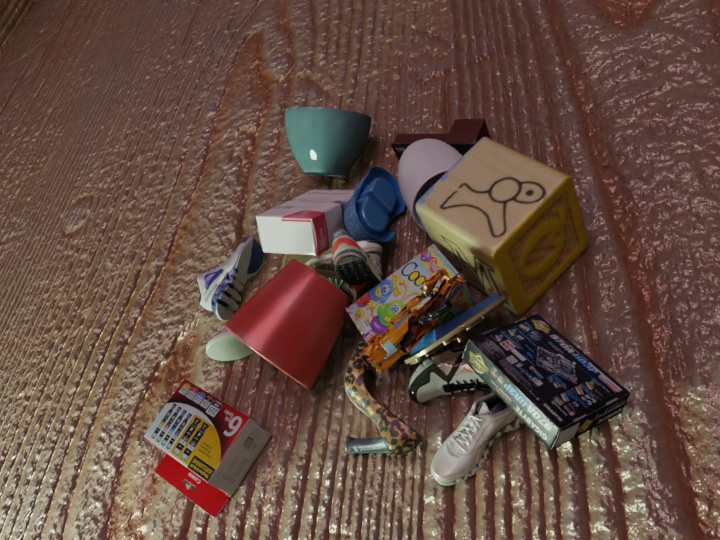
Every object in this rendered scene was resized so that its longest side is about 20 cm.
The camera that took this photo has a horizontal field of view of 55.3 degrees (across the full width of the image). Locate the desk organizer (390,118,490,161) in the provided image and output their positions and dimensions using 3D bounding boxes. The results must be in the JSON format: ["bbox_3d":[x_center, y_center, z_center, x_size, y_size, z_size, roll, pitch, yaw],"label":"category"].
[{"bbox_3d":[0.175,-0.276,1.483,0.199,0.072,0.077,7,57,33],"label":"desk organizer"}]

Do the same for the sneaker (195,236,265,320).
[{"bbox_3d":[-0.303,0.009,1.523,0.114,0.081,0.200,11,63,32],"label":"sneaker"}]

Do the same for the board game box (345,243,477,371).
[{"bbox_3d":[0.093,0.068,1.238,0.199,0.105,0.103,-37,47,0],"label":"board game box"}]

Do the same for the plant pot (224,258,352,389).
[{"bbox_3d":[-0.120,0.090,1.267,0.200,0.200,0.178,30,79,41],"label":"plant pot"}]

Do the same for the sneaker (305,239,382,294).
[{"bbox_3d":[-0.041,0.010,1.352,0.199,0.077,0.089,-23,65,19],"label":"sneaker"}]

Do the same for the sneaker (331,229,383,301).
[{"bbox_3d":[-0.001,0.000,1.274,0.070,0.200,0.094,-23,52,9],"label":"sneaker"}]

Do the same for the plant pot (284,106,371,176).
[{"bbox_3d":[-0.079,-0.288,1.575,0.199,0.200,0.136,7,94,33],"label":"plant pot"}]

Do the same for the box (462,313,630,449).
[{"bbox_3d":[0.277,0.159,1.039,0.158,0.046,0.200,-15,43,-32],"label":"box"}]

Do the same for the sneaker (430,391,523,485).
[{"bbox_3d":[0.181,0.247,1.068,0.200,0.081,0.075,-44,49,-6],"label":"sneaker"}]

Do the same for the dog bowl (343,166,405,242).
[{"bbox_3d":[0.027,-0.128,1.412,0.049,0.111,0.201,-30,25,39],"label":"dog bowl"}]

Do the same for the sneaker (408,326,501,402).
[{"bbox_3d":[0.171,0.170,1.137,0.199,0.074,0.080,-30,48,6],"label":"sneaker"}]

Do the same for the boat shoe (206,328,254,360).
[{"bbox_3d":[-0.223,0.119,1.409,0.200,0.070,0.072,-25,37,5],"label":"boat shoe"}]

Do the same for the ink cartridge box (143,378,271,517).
[{"bbox_3d":[-0.297,0.325,1.271,0.199,0.084,0.176,18,66,37],"label":"ink cartridge box"}]

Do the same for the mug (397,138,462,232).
[{"bbox_3d":[0.173,-0.184,1.379,0.198,0.148,0.176,-5,38,-13],"label":"mug"}]

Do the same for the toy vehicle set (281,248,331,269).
[{"bbox_3d":[-0.076,-0.011,1.447,0.199,0.027,0.125,-6,53,25],"label":"toy vehicle set"}]

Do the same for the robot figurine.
[{"bbox_3d":[0.091,0.073,1.101,0.200,0.058,0.145,-47,1,8],"label":"robot figurine"}]

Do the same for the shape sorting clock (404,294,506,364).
[{"bbox_3d":[0.158,0.100,1.138,0.199,0.200,0.039,-30,82,5],"label":"shape sorting clock"}]

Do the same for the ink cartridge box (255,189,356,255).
[{"bbox_3d":[-0.097,-0.104,1.429,0.145,0.085,0.200,5,25,32],"label":"ink cartridge box"}]

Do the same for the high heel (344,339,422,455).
[{"bbox_3d":[0.044,0.212,1.169,0.142,0.071,0.202,-10,67,30],"label":"high heel"}]

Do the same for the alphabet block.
[{"bbox_3d":[0.248,-0.079,1.203,0.195,0.197,0.200,-44,47,-7],"label":"alphabet block"}]
